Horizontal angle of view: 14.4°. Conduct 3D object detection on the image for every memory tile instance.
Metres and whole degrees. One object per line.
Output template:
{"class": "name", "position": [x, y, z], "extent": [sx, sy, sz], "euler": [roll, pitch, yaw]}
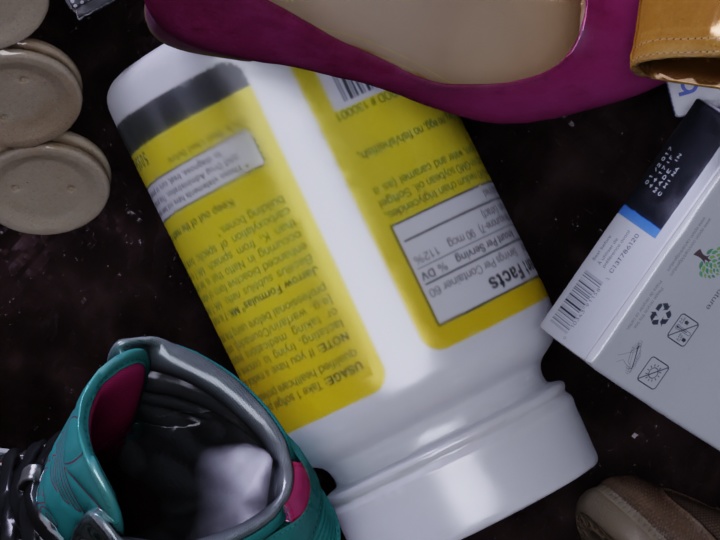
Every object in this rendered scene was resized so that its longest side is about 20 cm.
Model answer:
{"class": "memory tile", "position": [-0.198, -0.053, 1.037], "extent": [0.199, 0.153, 0.017], "euler": [-10, 49, 4]}

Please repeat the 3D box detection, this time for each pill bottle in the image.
{"class": "pill bottle", "position": [0.000, 0.000, 1.028], "extent": [0.114, 0.114, 0.200], "euler": [-26, 89, 4]}

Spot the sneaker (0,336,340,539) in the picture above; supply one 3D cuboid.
{"class": "sneaker", "position": [-0.104, 0.076, 0.962], "extent": [0.199, 0.121, 0.084], "euler": [1, 59, -2]}

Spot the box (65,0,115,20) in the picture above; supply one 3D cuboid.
{"class": "box", "position": [-0.075, -0.210, 0.965], "extent": [0.160, 0.044, 0.200], "euler": [-26, 102, 16]}

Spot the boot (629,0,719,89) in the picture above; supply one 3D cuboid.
{"class": "boot", "position": [0.186, -0.120, 0.915], "extent": [0.201, 0.071, 0.144], "euler": [0, 77, 26]}

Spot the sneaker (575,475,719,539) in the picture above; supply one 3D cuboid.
{"class": "sneaker", "position": [0.171, 0.128, 1.051], "extent": [0.200, 0.070, 0.076], "euler": [39, 75, -1]}

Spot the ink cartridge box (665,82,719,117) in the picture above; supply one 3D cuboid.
{"class": "ink cartridge box", "position": [0.116, -0.157, 1.025], "extent": [0.044, 0.094, 0.201], "euler": [-15, 89, 18]}

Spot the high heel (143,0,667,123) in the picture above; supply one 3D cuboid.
{"class": "high heel", "position": [0.026, -0.088, 0.933], "extent": [0.199, 0.096, 0.068], "euler": [-2, 83, -7]}

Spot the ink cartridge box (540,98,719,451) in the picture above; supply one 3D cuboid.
{"class": "ink cartridge box", "position": [0.163, 0.028, 1.023], "extent": [0.200, 0.039, 0.100], "euler": [33, 93, -35]}
